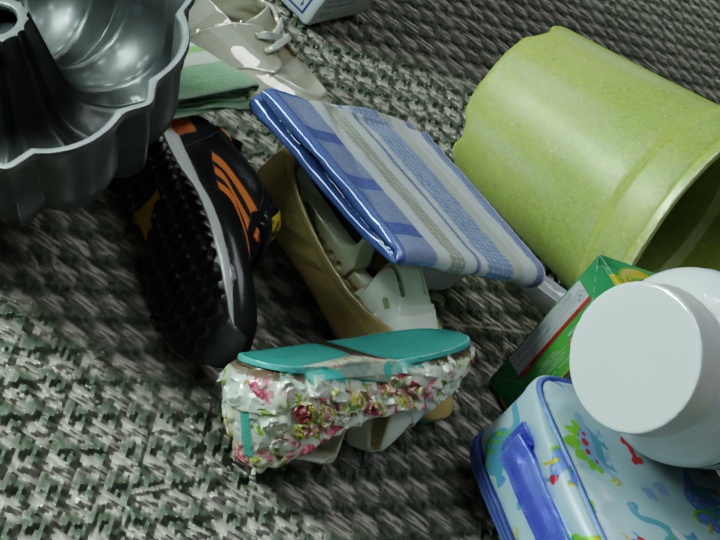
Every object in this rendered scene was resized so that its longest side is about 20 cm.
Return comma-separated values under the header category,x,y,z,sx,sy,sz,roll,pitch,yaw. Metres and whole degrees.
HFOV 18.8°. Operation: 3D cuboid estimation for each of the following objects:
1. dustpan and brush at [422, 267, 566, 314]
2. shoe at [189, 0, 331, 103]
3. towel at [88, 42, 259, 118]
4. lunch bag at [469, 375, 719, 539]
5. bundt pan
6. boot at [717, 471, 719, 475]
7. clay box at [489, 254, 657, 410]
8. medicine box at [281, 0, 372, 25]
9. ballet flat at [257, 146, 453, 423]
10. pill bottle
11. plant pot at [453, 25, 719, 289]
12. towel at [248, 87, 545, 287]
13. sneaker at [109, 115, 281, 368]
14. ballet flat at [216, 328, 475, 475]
category,x,y,z,sx,sy,sz,roll,pitch,yaw
dustpan and brush,0.060,-0.018,1.409,0.200,0.057,0.140,43,25,5
shoe,-0.095,-0.168,1.443,0.200,0.053,0.070,38,25,-6
towel,-0.171,-0.135,1.251,0.199,0.024,0.152,30,22,23
lunch bag,0.150,0.159,1.222,0.160,0.083,0.201,23,31,-38
bundt pan,-0.181,-0.102,1.110,0.200,0.076,0.203,-1,52,1
boot,0.288,0.151,1.341,0.076,0.155,0.201,26,29,-27
clay box,0.191,0.065,1.394,0.199,0.115,0.048,17,33,-42
medicine box,-0.025,-0.318,1.609,0.182,0.200,0.103,46,26,11
ballet flat,0.000,0.000,1.293,0.068,0.063,0.200,-7,52,-49
pill bottle,0.203,0.057,1.234,0.199,0.111,0.111,11,38,-53
plant pot,0.172,-0.070,1.527,0.184,0.201,0.200,39,23,25
towel,0.025,-0.046,1.309,0.147,0.024,0.200,49,19,22
sneaker,-0.075,-0.023,1.209,0.090,0.070,0.201,11,35,-32
ballet flat,-0.009,0.069,1.175,0.075,0.064,0.199,13,11,37
